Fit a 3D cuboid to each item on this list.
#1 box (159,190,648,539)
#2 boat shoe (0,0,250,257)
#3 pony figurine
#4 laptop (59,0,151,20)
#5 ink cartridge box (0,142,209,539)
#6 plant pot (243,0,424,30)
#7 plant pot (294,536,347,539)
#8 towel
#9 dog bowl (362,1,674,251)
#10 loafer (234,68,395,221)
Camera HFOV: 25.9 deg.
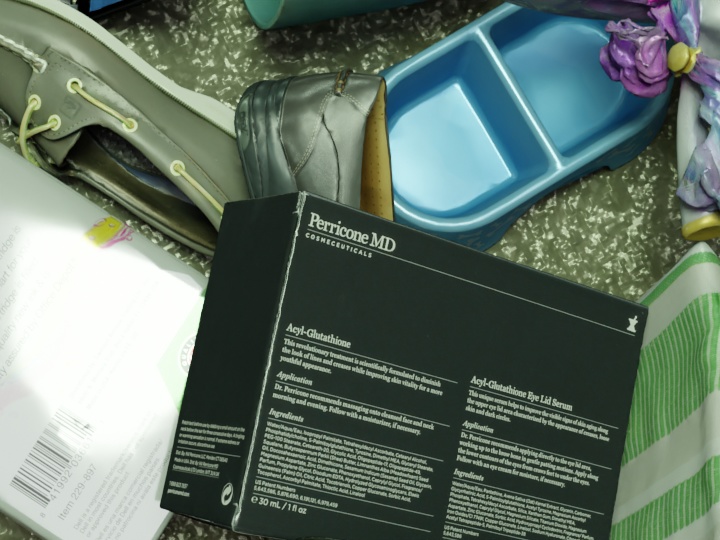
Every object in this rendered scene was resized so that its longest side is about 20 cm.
[{"bbox_3d":[0.025,0.060,0.706,0.198,0.079,0.143,18,82,-31],"label":"box"},{"bbox_3d":[-0.135,-0.075,0.781,0.200,0.072,0.061,29,56,-7],"label":"boat shoe"},{"bbox_3d":[0.170,-0.117,0.728,0.191,0.166,0.202,1,71,-35],"label":"pony figurine"},{"bbox_3d":[-0.172,-0.223,0.791,0.197,0.103,0.180,3,82,-5],"label":"laptop"},{"bbox_3d":[-0.158,0.039,0.768,0.199,0.088,0.146,33,81,-2],"label":"ink cartridge box"},{"bbox_3d":[0.023,-0.224,0.768,0.159,0.200,0.203,-5,83,-14],"label":"plant pot"},{"bbox_3d":[0.025,0.210,0.610,0.197,0.200,0.179,9,69,-3],"label":"plant pot"},{"bbox_3d":[0.130,0.104,0.726,0.023,0.153,0.202,14,61,-13],"label":"towel"},{"bbox_3d":[0.080,-0.086,0.823,0.199,0.050,0.112,-31,86,-8],"label":"dog bowl"},{"bbox_3d":[0.000,0.000,0.768,0.072,0.073,0.202,-10,109,21],"label":"loafer"}]
